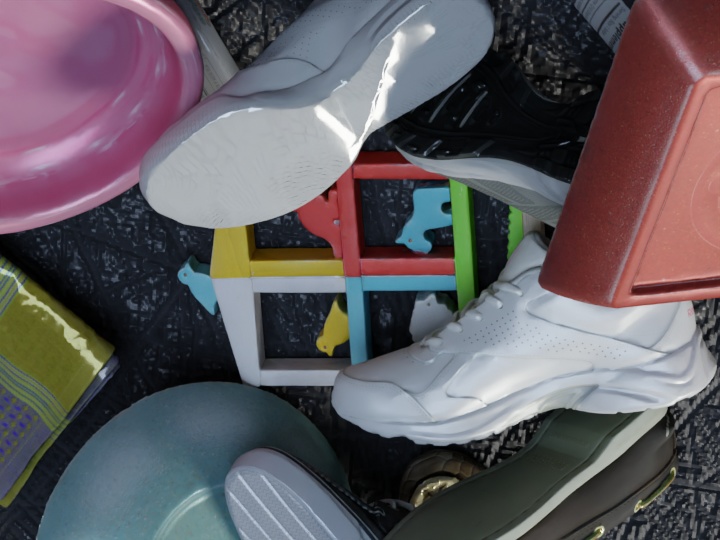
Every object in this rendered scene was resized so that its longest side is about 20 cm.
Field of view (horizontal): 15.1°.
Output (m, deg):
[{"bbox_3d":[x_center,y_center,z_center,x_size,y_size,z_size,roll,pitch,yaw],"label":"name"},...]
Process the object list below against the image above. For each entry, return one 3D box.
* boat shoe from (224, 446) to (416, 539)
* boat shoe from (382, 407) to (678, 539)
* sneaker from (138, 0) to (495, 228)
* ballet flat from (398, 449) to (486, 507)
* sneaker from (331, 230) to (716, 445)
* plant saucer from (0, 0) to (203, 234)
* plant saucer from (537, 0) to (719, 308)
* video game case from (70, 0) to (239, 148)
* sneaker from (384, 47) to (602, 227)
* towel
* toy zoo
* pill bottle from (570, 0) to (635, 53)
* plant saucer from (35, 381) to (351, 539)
[{"bbox_3d":[0.008,0.157,1.448,0.072,0.071,0.200,-21,118,47],"label":"boat shoe"},{"bbox_3d":[0.090,0.131,1.417,0.201,0.072,0.061,-33,118,-23],"label":"boat shoe"},{"bbox_3d":[-0.027,-0.098,1.378,0.200,0.089,0.075,-31,130,8],"label":"sneaker"},{"bbox_3d":[0.078,0.190,1.504,0.067,0.046,0.200,-20,108,17],"label":"ballet flat"},{"bbox_3d":[0.079,0.030,1.407,0.200,0.078,0.099,-11,104,3],"label":"sneaker"},{"bbox_3d":[-0.180,-0.095,1.358,0.200,0.051,0.201,-12,147,-8],"label":"plant saucer"},{"bbox_3d":[0.198,-0.052,1.237,0.200,0.037,0.200,-6,141,-18],"label":"plant saucer"},{"bbox_3d":[-0.186,-0.124,1.433,0.200,0.023,0.182,-25,106,20],"label":"video game case"},{"bbox_3d":[0.089,-0.054,1.346,0.074,0.200,0.079,-51,133,-16],"label":"sneaker"},{"bbox_3d":[-0.240,0.033,1.495,0.200,0.023,0.144,39,125,-7],"label":"towel"},{"bbox_3d":[0.000,0.000,1.452,0.200,0.020,0.131,0,112,10],"label":"toy zoo"},{"bbox_3d":[0.144,-0.163,1.281,0.116,0.116,0.200,-43,83,23],"label":"pill bottle"},{"bbox_3d":[-0.078,0.161,1.456,0.201,0.039,0.201,-5,100,-30],"label":"plant saucer"}]
